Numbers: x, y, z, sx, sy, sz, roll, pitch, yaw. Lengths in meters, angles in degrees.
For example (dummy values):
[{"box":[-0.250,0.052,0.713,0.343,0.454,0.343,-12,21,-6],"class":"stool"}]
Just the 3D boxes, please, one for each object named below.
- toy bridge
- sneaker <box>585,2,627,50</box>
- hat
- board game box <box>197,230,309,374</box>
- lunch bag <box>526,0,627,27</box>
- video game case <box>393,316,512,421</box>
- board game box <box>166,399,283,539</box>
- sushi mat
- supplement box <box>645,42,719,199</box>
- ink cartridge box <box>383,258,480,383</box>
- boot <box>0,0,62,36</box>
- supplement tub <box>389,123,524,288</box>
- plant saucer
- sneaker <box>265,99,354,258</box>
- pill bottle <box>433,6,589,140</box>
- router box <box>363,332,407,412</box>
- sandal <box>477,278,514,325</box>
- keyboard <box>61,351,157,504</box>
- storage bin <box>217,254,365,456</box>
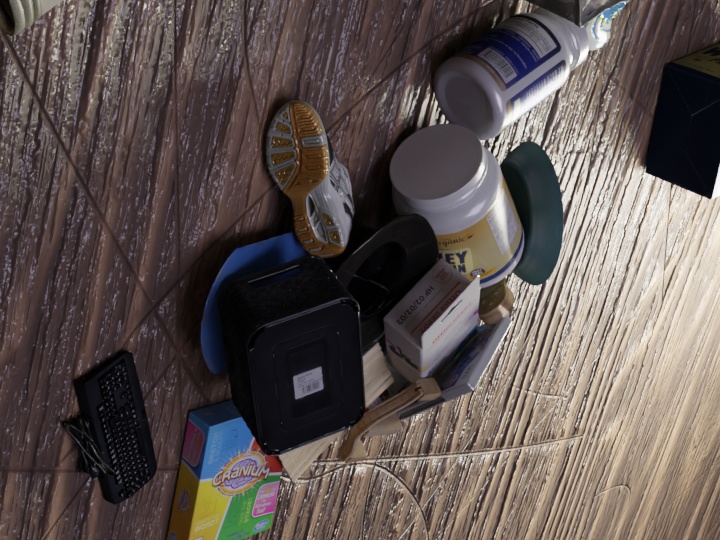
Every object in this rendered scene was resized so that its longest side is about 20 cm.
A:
[{"box":[0.024,0.206,1.708,0.067,0.027,0.200,-1,147,-42],"class":"toy bridge"},{"box":[0.333,-0.367,1.756,0.076,0.105,0.200,-51,143,-14],"class":"sneaker"},{"box":[0.000,0.000,1.585,0.200,0.081,0.201,-30,142,-27],"class":"hat"},{"box":[-0.132,0.029,1.511,0.200,0.039,0.158,-21,127,-51],"class":"board game box"},{"box":[0.242,-0.426,1.551,0.117,0.164,0.200,-33,137,-26],"class":"lunch bag"},{"box":[0.110,0.140,1.750,0.018,0.200,0.143,48,46,-13],"class":"video game case"},{"box":[-0.164,0.257,1.623,0.153,0.040,0.200,-13,123,-47],"class":"board game box"},{"box":[-0.033,0.186,1.678,0.200,0.012,0.096,-44,141,-16],"class":"sushi mat"},{"box":[0.602,-0.256,2.139,0.200,0.134,0.200,-25,131,-40],"class":"supplement box"},{"box":[0.092,0.064,1.645,0.115,0.068,0.200,-46,161,-16],"class":"ink cartridge box"},{"box":[-0.271,-0.312,1.079,0.155,0.072,0.200,-37,139,-27],"class":"boot"},{"box":[0.124,-0.081,1.659,0.144,0.144,0.200,-50,143,-15],"class":"supplement tub"},{"box":[0.220,-0.078,1.765,0.036,0.200,0.200,-4,120,-18],"class":"plant saucer"},{"box":[-0.055,-0.116,1.493,0.088,0.075,0.200,-64,149,-52],"class":"sneaker"},{"box":[0.199,-0.262,1.652,0.200,0.116,0.116,-37,138,-30],"class":"pill bottle"},{"box":[0.016,0.093,1.726,0.180,0.049,0.200,-47,142,-18],"class":"router box"},{"box":[0.157,0.004,1.762,0.078,0.212,0.070,-39,108,7],"class":"sandal"},{"box":[-0.274,0.193,1.444,0.104,0.040,0.200,-35,136,-33],"class":"keyboard"},{"box":[-0.077,0.099,1.465,0.135,0.094,0.200,-19,130,-19],"class":"storage bin"}]
